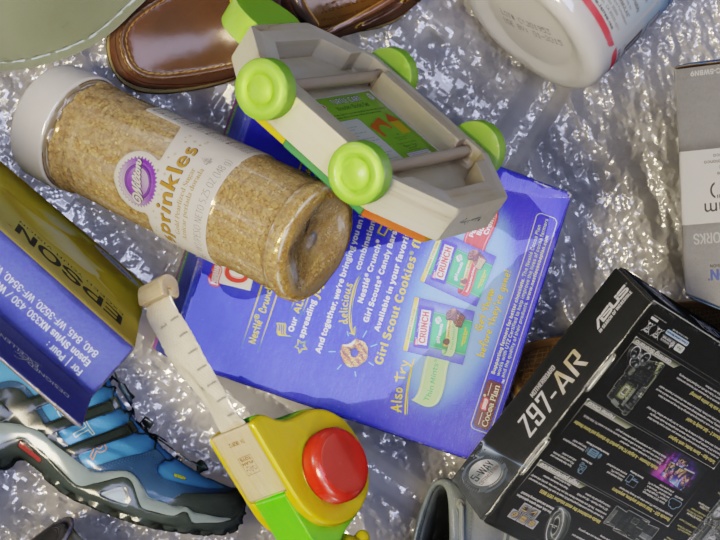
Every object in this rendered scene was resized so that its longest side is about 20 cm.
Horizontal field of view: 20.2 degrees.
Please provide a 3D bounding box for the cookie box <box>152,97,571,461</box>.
[{"bbox_3d":[0.000,0.000,1.183,0.199,0.075,0.172,20,85,-14],"label":"cookie box"}]

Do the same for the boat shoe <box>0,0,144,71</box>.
[{"bbox_3d":[-0.150,-0.180,1.154,0.201,0.061,0.072,-31,116,-7],"label":"boat shoe"}]

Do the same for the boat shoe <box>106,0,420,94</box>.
[{"bbox_3d":[-0.051,-0.157,1.177,0.199,0.068,0.072,-19,94,-15],"label":"boat shoe"}]

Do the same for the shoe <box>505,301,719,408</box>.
[{"bbox_3d":[0.171,0.065,1.248,0.199,0.054,0.070,-6,53,-22],"label":"shoe"}]

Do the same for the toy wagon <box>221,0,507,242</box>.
[{"bbox_3d":[-0.010,-0.093,1.094,0.200,0.155,0.040,42,114,17],"label":"toy wagon"}]

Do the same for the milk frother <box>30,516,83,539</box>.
[{"bbox_3d":[-0.104,0.207,1.134,0.188,0.180,0.200,47,35,-10],"label":"milk frother"}]

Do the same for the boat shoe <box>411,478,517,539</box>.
[{"bbox_3d":[0.038,0.219,1.189,0.071,0.070,0.202,22,76,-27],"label":"boat shoe"}]

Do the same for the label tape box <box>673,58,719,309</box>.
[{"bbox_3d":[0.241,-0.018,1.210,0.063,0.144,0.201,-5,84,27],"label":"label tape box"}]

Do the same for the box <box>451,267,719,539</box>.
[{"bbox_3d":[0.176,0.109,1.186,0.200,0.044,0.161,29,103,-35],"label":"box"}]

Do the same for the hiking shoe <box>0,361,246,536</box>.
[{"bbox_3d":[-0.149,0.087,1.136,0.199,0.074,0.087,24,81,-10],"label":"hiking shoe"}]

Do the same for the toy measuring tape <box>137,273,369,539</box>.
[{"bbox_3d":[-0.049,0.080,1.114,0.073,0.074,0.201,-33,99,-14],"label":"toy measuring tape"}]

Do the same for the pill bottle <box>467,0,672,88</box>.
[{"bbox_3d":[0.161,-0.213,1.216,0.109,0.109,0.200,46,74,-10],"label":"pill bottle"}]

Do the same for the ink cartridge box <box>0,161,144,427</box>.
[{"bbox_3d":[-0.200,-0.021,1.064,0.198,0.200,0.047,43,94,-11],"label":"ink cartridge box"}]

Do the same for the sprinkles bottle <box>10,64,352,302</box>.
[{"bbox_3d":[-0.099,-0.050,1.102,0.199,0.068,0.068,25,80,30],"label":"sprinkles bottle"}]
